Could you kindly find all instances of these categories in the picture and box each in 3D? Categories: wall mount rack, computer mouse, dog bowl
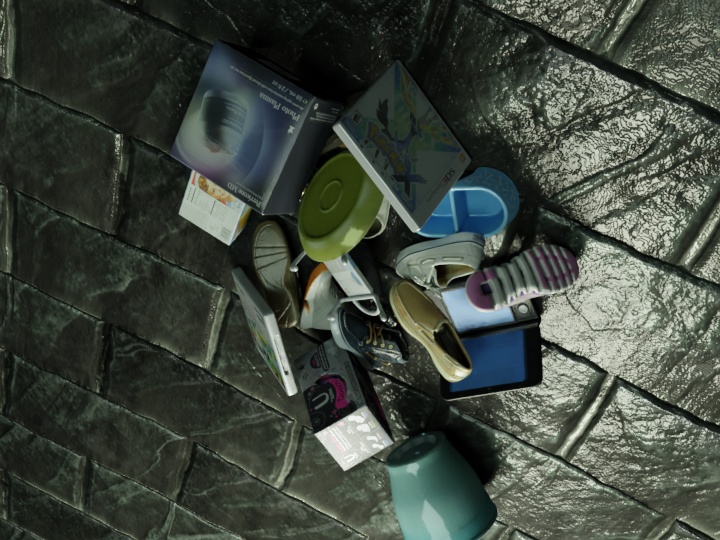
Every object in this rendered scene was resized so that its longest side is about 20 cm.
[{"bbox_3d":[-0.026,0.018,1.417,0.172,0.075,0.201,-8,124,51],"label":"wall mount rack"},{"bbox_3d":[0.000,0.000,1.510,0.138,0.053,0.202,26,151,51],"label":"computer mouse"},{"bbox_3d":[0.158,-0.106,1.399,0.196,0.050,0.113,1,123,23],"label":"dog bowl"}]

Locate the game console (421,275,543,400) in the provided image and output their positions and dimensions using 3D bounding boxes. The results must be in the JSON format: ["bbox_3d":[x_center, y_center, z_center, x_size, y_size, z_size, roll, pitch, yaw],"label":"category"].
[{"bbox_3d":[0.205,0.110,1.485,0.197,0.117,0.178,-14,117,30],"label":"game console"}]

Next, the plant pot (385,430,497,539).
[{"bbox_3d":[0.145,0.433,1.700,0.198,0.200,0.191,-22,97,34],"label":"plant pot"}]

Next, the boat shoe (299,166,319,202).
[{"bbox_3d":[-0.108,-0.162,1.471,0.071,0.061,0.203,-20,113,32],"label":"boat shoe"}]

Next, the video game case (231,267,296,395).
[{"bbox_3d":[-0.183,0.113,1.628,0.200,0.022,0.185,44,152,55],"label":"video game case"}]

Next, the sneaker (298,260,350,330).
[{"bbox_3d":[-0.058,0.045,1.584,0.090,0.077,0.201,12,147,-3],"label":"sneaker"}]

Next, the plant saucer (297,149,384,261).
[{"bbox_3d":[-0.039,-0.113,1.365,0.031,0.203,0.198,28,138,-36],"label":"plant saucer"}]

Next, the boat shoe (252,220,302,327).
[{"bbox_3d":[-0.152,0.003,1.602,0.070,0.066,0.205,-10,103,11],"label":"boat shoe"}]

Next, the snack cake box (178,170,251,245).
[{"bbox_3d":[-0.241,-0.159,1.529,0.114,0.067,0.201,32,129,3],"label":"snack cake box"}]

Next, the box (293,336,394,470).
[{"bbox_3d":[-0.036,0.242,1.597,0.113,0.201,0.133,-30,128,4],"label":"box"}]

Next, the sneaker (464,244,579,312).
[{"bbox_3d":[0.258,0.018,1.400,0.196,0.089,0.082,-16,77,-7],"label":"sneaker"}]

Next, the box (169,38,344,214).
[{"bbox_3d":[-0.164,-0.222,1.348,0.198,0.123,0.201,31,106,16],"label":"box"}]

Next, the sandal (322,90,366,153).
[{"bbox_3d":[-0.020,-0.226,1.382,0.054,0.083,0.198,24,147,-34],"label":"sandal"}]

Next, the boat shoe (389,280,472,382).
[{"bbox_3d":[0.128,0.094,1.463,0.201,0.071,0.076,50,157,5],"label":"boat shoe"}]

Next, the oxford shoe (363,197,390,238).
[{"bbox_3d":[0.021,-0.137,1.435,0.074,0.058,0.203,16,126,15],"label":"oxford shoe"}]

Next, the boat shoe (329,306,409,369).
[{"bbox_3d":[0.019,0.119,1.576,0.089,0.072,0.200,-11,148,22],"label":"boat shoe"}]

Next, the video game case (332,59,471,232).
[{"bbox_3d":[0.069,-0.191,1.295,0.201,0.183,0.022,50,143,-15],"label":"video game case"}]

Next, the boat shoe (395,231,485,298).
[{"bbox_3d":[0.128,0.003,1.438,0.074,0.088,0.200,28,152,-34],"label":"boat shoe"}]
